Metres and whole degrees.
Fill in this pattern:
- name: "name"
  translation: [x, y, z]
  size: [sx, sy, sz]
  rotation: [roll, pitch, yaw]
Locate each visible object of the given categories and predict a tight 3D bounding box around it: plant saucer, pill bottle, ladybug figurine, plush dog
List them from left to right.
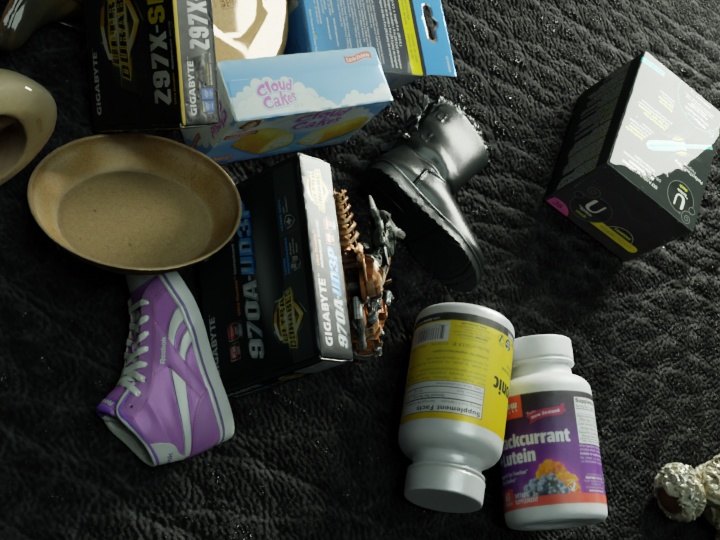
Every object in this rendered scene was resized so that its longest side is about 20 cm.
- name: "ladybug figurine"
  translation: [-0.365, -0.115, 0.973]
  size: [0.199, 0.136, 0.072]
  rotation: [-31, 66, -25]
- name: "plant saucer"
  translation: [-0.213, -0.057, 1.059]
  size: [0.199, 0.036, 0.201]
  rotation: [9, 41, -8]
- name: "pill bottle"
  translation: [0.099, 0.145, 1.173]
  size: [0.111, 0.111, 0.201]
  rotation: [23, 62, -23]
- name: "pill bottle"
  translation: [0.203, 0.177, 1.226]
  size: [0.111, 0.111, 0.202]
  rotation: [7, 68, -30]
- name: "plush dog"
  translation: [0.479, 0.265, 1.328]
  size: [0.200, 0.172, 0.160]
  rotation: [49, 54, -6]

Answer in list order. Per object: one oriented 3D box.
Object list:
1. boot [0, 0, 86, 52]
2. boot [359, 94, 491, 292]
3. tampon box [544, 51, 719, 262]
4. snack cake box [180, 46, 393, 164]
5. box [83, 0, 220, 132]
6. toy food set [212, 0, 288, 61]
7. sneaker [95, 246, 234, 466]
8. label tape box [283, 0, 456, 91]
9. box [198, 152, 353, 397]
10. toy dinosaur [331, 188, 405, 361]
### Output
- name: "boot"
  translation: [-0.283, -0.269, 1.114]
  size: [0.097, 0.075, 0.201]
  rotation: [34, 55, -13]
- name: "boot"
  translation: [0.101, -0.094, 1.295]
  size: [0.198, 0.073, 0.163]
  rotation: [48, 51, -7]
- name: "tampon box"
  translation: [0.352, -0.144, 1.434]
  size: [0.149, 0.126, 0.201]
  rotation: [35, 58, -16]
- name: "snack cake box"
  translation: [-0.080, -0.174, 1.180]
  size: [0.199, 0.115, 0.068]
  rotation: [-14, 80, -35]
- name: "box"
  translation: [-0.203, -0.234, 1.057]
  size: [0.049, 0.159, 0.202]
  rotation: [-11, 102, -44]
- name: "toy food set"
  translation: [-0.157, -0.286, 1.187]
  size: [0.198, 0.048, 0.201]
  rotation: [-48, 119, -38]
- name: "sneaker"
  translation: [-0.201, 0.081, 1.035]
  size: [0.114, 0.073, 0.202]
  rotation: [-19, 82, -33]
- name: "label tape box"
  translation: [0.003, -0.285, 1.306]
  size: [0.199, 0.063, 0.145]
  rotation: [1, 71, -32]
- name: "box"
  translation: [-0.088, 0.009, 1.075]
  size: [0.046, 0.158, 0.202]
  rotation: [11, 66, -46]
- name: "toy dinosaur"
  translation: [0.000, 0.000, 1.137]
  size: [0.101, 0.201, 0.136]
  rotation: [9, 42, -9]
